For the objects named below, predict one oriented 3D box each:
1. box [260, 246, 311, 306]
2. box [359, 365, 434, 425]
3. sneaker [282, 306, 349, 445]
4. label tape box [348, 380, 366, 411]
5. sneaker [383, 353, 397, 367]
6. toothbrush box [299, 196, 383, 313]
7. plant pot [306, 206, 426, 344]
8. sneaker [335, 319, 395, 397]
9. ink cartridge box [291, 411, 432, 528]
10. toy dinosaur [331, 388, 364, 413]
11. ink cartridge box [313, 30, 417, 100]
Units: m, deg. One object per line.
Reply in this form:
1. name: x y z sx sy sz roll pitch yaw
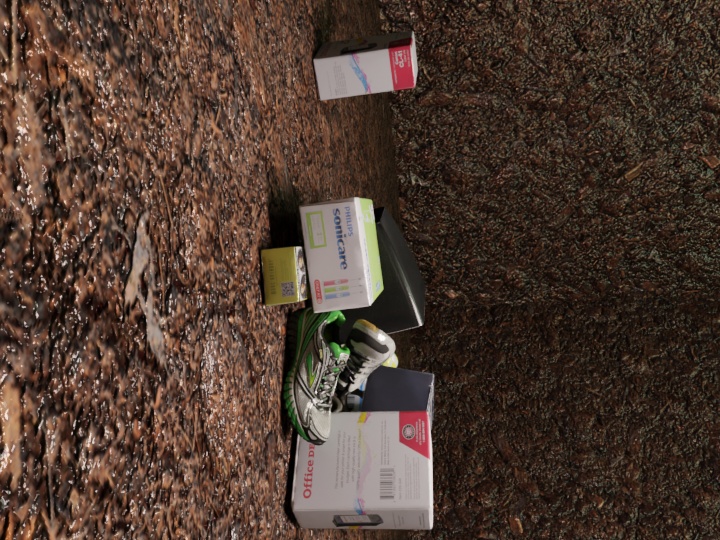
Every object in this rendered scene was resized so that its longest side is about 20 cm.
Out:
1. box: -0.091 0.005 0.973 0.200 0.049 0.078 -4 89 -83
2. box: 0.057 0.298 1.181 0.202 0.120 0.202 81 21 -59
3. sneaker: -0.060 0.146 0.981 0.078 0.083 0.205 30 53 -56
4. label tape box: -0.009 0.277 1.440 0.201 0.064 0.146 72 17 -57
5. sneaker: 0.004 0.174 1.600 0.200 0.103 0.077 51 -13 50
6. toothbrush box: -0.023 -0.028 1.012 0.200 0.084 0.150 -41 124 -82
7. plant pot: 0.000 0.000 1.203 0.200 0.194 0.182 -66 142 -72
8. sneaker: -0.005 0.145 1.050 0.088 0.075 0.201 -53 174 -25
9. ink cartridge box: 0.007 0.292 1.001 0.087 0.194 0.150 78 12 -50
10. toy dinosaur: -0.046 0.208 1.183 0.102 0.077 0.200 43 26 1
11. ink cartridge box: 0.014 -0.412 1.366 0.149 0.194 0.088 -80 164 -59
